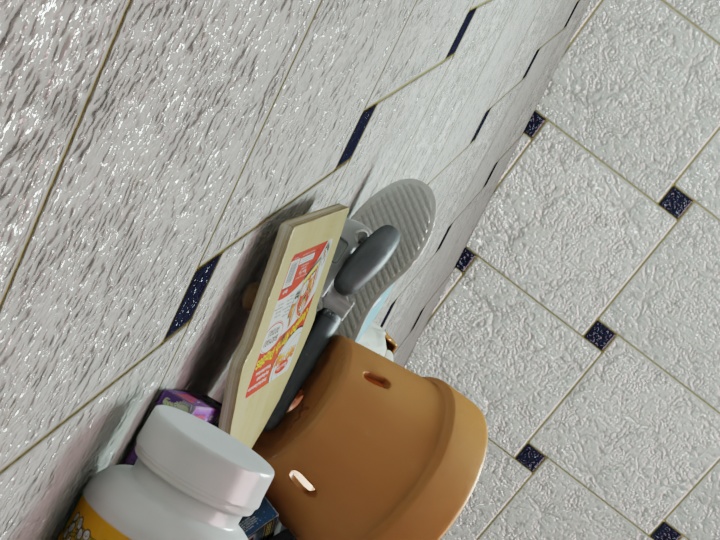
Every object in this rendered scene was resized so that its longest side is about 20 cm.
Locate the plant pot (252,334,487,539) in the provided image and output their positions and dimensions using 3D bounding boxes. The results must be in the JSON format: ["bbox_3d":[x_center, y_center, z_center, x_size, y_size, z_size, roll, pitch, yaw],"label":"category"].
[{"bbox_3d":[-0.010,0.149,1.439,0.200,0.140,0.201,-39,-158,20],"label":"plant pot"}]

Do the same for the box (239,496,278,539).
[{"bbox_3d":[-0.139,0.258,1.420,0.136,0.038,0.200,-34,163,-22],"label":"box"}]

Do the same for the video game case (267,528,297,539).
[{"bbox_3d":[-0.153,0.305,1.397,0.180,0.026,0.200,-24,157,-43],"label":"video game case"}]

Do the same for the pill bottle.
[{"bbox_3d":[-0.134,0.189,1.024,0.201,0.112,0.113,-61,174,3],"label":"pill bottle"}]

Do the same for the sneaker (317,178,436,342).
[{"bbox_3d":[0.000,0.000,1.562,0.201,0.074,0.082,-54,-176,6],"label":"sneaker"}]

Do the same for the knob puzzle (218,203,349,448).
[{"bbox_3d":[-0.071,0.049,1.249,0.220,0.030,0.222,21,90,-81],"label":"knob puzzle"}]

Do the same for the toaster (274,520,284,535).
[{"bbox_3d":[-0.041,0.284,1.670,0.130,0.113,0.200,-58,-178,34],"label":"toaster"}]

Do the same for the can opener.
[{"bbox_3d":[-0.040,0.038,1.412,0.201,0.052,0.066,-57,-171,-18],"label":"can opener"}]

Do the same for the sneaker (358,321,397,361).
[{"bbox_3d":[-0.008,0.097,1.840,0.073,0.084,0.200,-62,172,24],"label":"sneaker"}]

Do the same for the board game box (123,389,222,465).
[{"bbox_3d":[-0.138,0.142,1.185,0.121,0.032,0.200,-57,175,-4],"label":"board game box"}]
